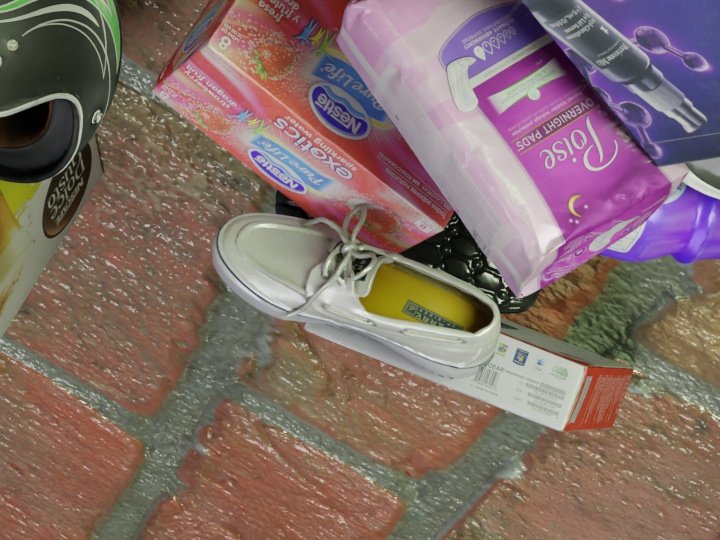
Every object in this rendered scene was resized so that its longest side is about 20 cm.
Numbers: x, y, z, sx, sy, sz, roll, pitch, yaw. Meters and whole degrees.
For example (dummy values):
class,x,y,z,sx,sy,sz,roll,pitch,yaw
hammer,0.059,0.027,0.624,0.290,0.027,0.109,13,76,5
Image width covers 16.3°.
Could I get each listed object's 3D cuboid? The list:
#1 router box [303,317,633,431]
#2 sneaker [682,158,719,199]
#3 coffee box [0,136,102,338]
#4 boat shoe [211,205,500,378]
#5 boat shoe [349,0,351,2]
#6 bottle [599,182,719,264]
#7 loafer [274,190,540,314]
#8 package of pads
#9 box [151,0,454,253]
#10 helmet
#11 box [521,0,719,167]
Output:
class,x,y,z,sx,sy,sz,roll,pitch,yaw
router box,0.079,0.056,1.783,0.199,0.049,0.179,21,-177,16
sneaker,0.256,-0.075,1.490,0.200,0.071,0.099,34,146,-11
coffee box,-0.332,-0.083,1.878,0.199,0.200,0.198,21,151,15
boat shoe,-0.001,0.004,1.642,0.201,0.075,0.086,25,154,5
boat shoe,0.074,-0.114,1.606,0.057,0.069,0.200,-35,114,24
bottle,0.164,-0.048,1.565,0.199,0.084,0.065,15,144,-13
loafer,0.035,-0.024,1.784,0.200,0.068,0.070,22,180,5
package of pads,0.086,-0.096,1.477,0.200,0.120,0.076,55,159,10
box,-0.023,-0.107,1.661,0.200,0.095,0.103,38,152,-14
helmet,-0.254,-0.160,1.690,0.199,0.201,0.190,1,180,42
box,0.182,-0.165,1.371,0.148,0.105,0.200,-9,133,49
